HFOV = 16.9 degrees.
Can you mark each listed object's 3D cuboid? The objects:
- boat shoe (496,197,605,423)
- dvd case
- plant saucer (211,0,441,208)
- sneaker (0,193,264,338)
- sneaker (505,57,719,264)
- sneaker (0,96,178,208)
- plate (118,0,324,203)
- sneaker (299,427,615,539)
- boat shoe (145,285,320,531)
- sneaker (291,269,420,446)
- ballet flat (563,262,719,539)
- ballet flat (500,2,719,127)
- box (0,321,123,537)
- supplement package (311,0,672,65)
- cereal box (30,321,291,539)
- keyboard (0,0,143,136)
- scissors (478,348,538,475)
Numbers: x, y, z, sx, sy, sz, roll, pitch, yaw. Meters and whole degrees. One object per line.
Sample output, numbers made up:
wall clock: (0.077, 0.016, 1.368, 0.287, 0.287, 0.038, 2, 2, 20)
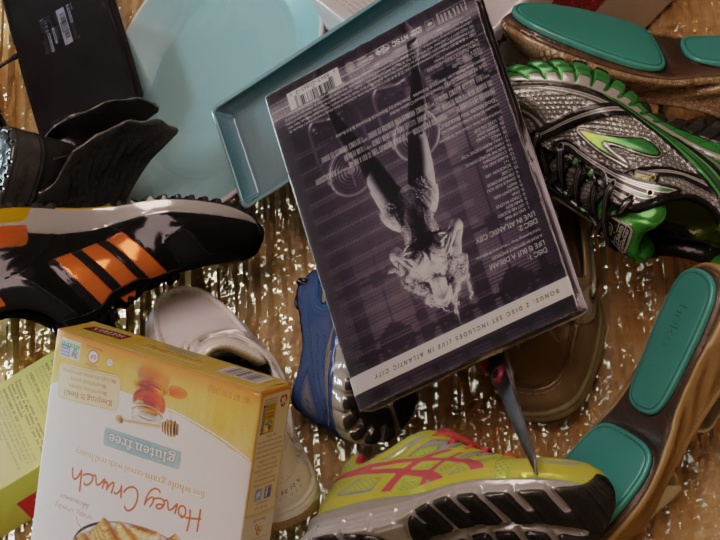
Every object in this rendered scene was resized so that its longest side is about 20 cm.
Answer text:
boat shoe: (0.104, -0.007, 1.431, 0.073, 0.063, 0.201, -7, 59, 16)
dvd case: (0.034, -0.040, 1.366, 0.148, 0.016, 0.201, -26, 70, 25)
plant saucer: (-0.006, -0.110, 1.436, 0.200, 0.019, 0.070, -30, 71, 35)
sneaker: (-0.156, 0.007, 1.471, 0.199, 0.070, 0.091, -2, 77, -10)
sneaker: (0.143, -0.057, 1.369, 0.199, 0.078, 0.085, 18, 49, 7)
sneaker: (-0.201, -0.023, 1.544, 0.060, 0.104, 0.201, 50, 122, 48)
plate: (-0.092, -0.124, 1.564, 0.200, 0.026, 0.201, -19, 59, 36)
sneaker: (0.054, 0.121, 1.350, 0.199, 0.078, 0.091, -11, 42, 33)
boat shoe: (-0.078, 0.064, 1.435, 0.071, 0.070, 0.200, -23, 45, -13)
sneaker: (0.000, 0.000, 1.441, 0.089, 0.078, 0.201, 9, 79, 47)
ballet flat: (0.167, 0.093, 1.343, 0.201, 0.063, 0.069, -59, 36, 7)
ballet flat: (0.174, -0.110, 1.425, 0.199, 0.066, 0.071, 9, 32, -9)
box: (-0.216, 0.114, 1.483, 0.199, 0.050, 0.075, -32, 55, -1)
supplement package: (0.092, -0.176, 1.501, 0.200, 0.121, 0.120, -45, 56, -9)
cereal box: (-0.119, 0.143, 1.372, 0.143, 0.039, 0.201, 14, 103, 28)
keyboard: (-0.220, -0.151, 1.654, 0.127, 0.021, 0.201, -27, 50, 9)
scissors: (0.076, 0.057, 1.359, 0.073, 0.014, 0.201, -52, 29, 37)
